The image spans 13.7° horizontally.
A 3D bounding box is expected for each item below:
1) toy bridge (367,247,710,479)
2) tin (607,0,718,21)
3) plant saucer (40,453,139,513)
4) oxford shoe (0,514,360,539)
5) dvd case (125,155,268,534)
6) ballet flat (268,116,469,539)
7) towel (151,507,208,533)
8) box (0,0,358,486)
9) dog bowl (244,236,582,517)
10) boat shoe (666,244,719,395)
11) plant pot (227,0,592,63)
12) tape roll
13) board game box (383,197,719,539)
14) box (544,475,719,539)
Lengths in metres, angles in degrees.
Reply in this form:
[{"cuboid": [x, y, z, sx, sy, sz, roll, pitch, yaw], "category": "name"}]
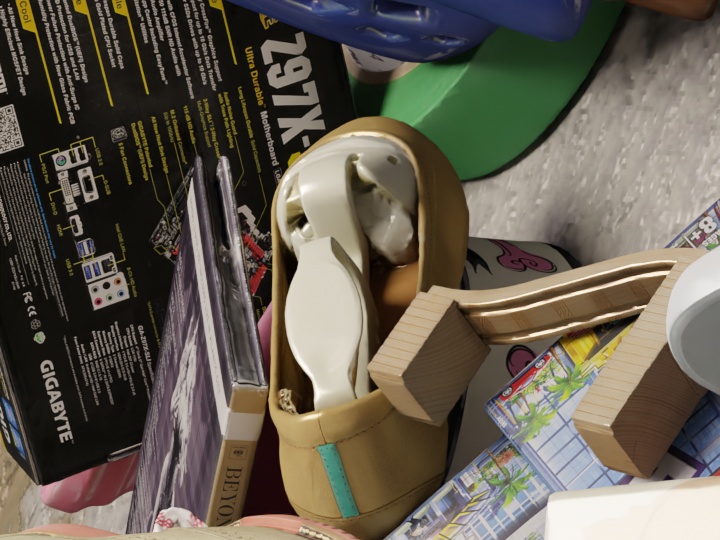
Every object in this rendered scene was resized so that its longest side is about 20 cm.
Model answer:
[{"cuboid": [0.087, 0.026, 0.850, 0.200, 0.027, 0.067, 13, 60, 46], "category": "toy bridge"}, {"cuboid": [0.116, -0.154, 0.966, 0.200, 0.042, 0.112, -69, -1, -56], "category": "tin"}, {"cuboid": [-0.080, 0.012, 1.278, 0.201, 0.051, 0.201, -160, 90, -83], "category": "plant saucer"}, {"cuboid": [-0.068, 0.111, 0.903, 0.200, 0.074, 0.071, -7, 85, 45], "category": "oxford shoe"}, {"cuboid": [-0.062, 0.081, 1.063, 0.149, 0.016, 0.200, -103, 21, -57], "category": "dvd case"}, {"cuboid": [0.000, 0.000, 0.981, 0.069, 0.063, 0.200, -17, 40, 11], "category": "ballet flat"}, {"cuboid": [-0.030, 0.193, 0.964, 0.200, 0.030, 0.146, 55, 139, 29], "category": "towel"}, {"cuboid": [-0.079, -0.037, 1.133, 0.049, 0.159, 0.200, 34, 141, 61], "category": "box"}, {"cuboid": [0.004, 0.072, 1.074, 0.200, 0.074, 0.200, -49, 29, 40], "category": "dog bowl"}, {"cuboid": [0.173, -0.028, 0.760, 0.200, 0.071, 0.091, -16, 45, 19], "category": "boat shoe"}, {"cuboid": [-0.002, -0.186, 1.003, 0.180, 0.200, 0.200, 19, 91, 67], "category": "plant pot"}, {"cuboid": [0.045, -0.137, 1.173, 0.200, 0.048, 0.201, -42, 40, 47], "category": "tape roll"}, {"cuboid": [0.092, 0.102, 0.846, 0.200, 0.062, 0.200, -42, 37, 2], "category": "board game box"}, {"cuboid": [0.143, 0.096, 0.704, 0.200, 0.078, 0.095, -10, 64, 32], "category": "box"}]
